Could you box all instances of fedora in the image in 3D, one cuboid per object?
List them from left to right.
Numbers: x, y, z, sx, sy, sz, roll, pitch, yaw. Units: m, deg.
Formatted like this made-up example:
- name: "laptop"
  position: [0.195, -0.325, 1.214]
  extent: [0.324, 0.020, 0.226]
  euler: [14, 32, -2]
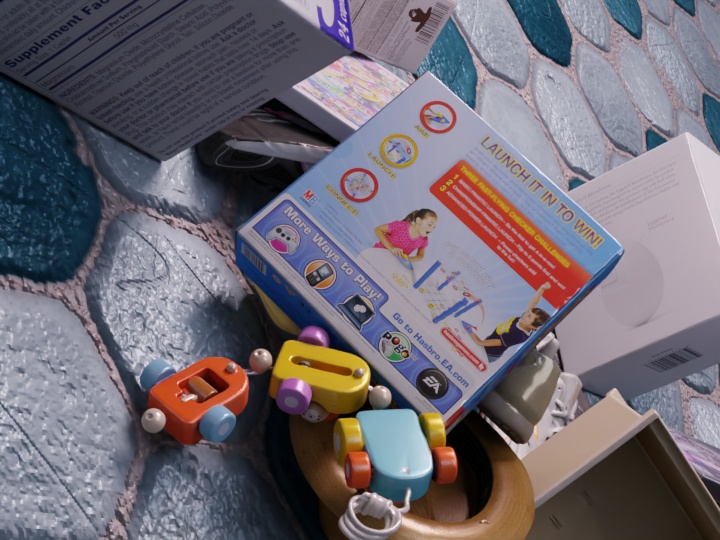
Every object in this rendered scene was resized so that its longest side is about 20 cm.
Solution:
- name: "fedora"
  position: [0.026, 0.154, 0.997]
  extent: [0.199, 0.082, 0.201]
  euler: [19, 30, -11]

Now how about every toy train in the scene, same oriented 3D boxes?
- name: "toy train"
  position: [-0.039, 0.110, 0.899]
  extent: [0.199, 0.056, 0.150]
  euler: [31, 42, 25]

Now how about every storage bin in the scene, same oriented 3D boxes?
- name: "storage bin"
  position: [0.178, 0.230, 1.072]
  extent: [0.199, 0.200, 0.094]
  euler: [55, -3, -14]

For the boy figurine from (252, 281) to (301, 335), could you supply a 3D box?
- name: "boy figurine"
  position: [0.000, 0.000, 1.087]
  extent: [0.199, 0.125, 0.064]
  euler: [-27, 68, -36]

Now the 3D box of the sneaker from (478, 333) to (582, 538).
- name: "sneaker"
  position: [0.145, 0.127, 1.174]
  extent: [0.076, 0.091, 0.201]
  euler: [58, 17, -50]

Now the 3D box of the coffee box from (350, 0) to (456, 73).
- name: "coffee box"
  position: [-0.022, -0.253, 1.228]
  extent: [0.114, 0.080, 0.200]
  euler: [43, 18, 32]

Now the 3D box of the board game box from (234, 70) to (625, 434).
- name: "board game box"
  position: [0.048, -0.010, 1.002]
  extent: [0.196, 0.056, 0.200]
  euler: [-41, 76, -21]

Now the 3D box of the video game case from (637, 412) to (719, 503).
- name: "video game case"
  position: [0.304, 0.172, 1.212]
  extent: [0.142, 0.019, 0.200]
  euler: [24, 7, -16]

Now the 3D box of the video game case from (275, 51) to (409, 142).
- name: "video game case"
  position: [-0.028, -0.159, 1.156]
  extent: [0.143, 0.018, 0.200]
  euler: [35, 22, 4]

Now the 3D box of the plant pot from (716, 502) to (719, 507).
- name: "plant pot"
  position: [0.259, 0.255, 1.224]
  extent: [0.179, 0.200, 0.200]
  euler: [41, 34, -5]

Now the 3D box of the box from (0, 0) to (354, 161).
- name: "box"
  position: [-0.138, -0.187, 0.933]
  extent: [0.200, 0.183, 0.106]
  euler: [29, 46, -45]

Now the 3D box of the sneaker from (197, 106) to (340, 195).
- name: "sneaker"
  position: [-0.037, -0.067, 1.106]
  extent: [0.199, 0.087, 0.080]
  euler: [9, 20, -32]

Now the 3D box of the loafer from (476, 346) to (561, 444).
- name: "loafer"
  position: [0.097, 0.061, 1.087]
  extent: [0.076, 0.068, 0.200]
  euler: [48, 1, -34]

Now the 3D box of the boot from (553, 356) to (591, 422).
- name: "boot"
  position: [0.154, 0.124, 1.278]
  extent: [0.132, 0.070, 0.200]
  euler: [59, 19, -2]

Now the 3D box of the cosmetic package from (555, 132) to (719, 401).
- name: "cosmetic package"
  position: [0.301, 0.001, 1.453]
  extent: [0.123, 0.199, 0.201]
  euler: [22, 50, -48]
